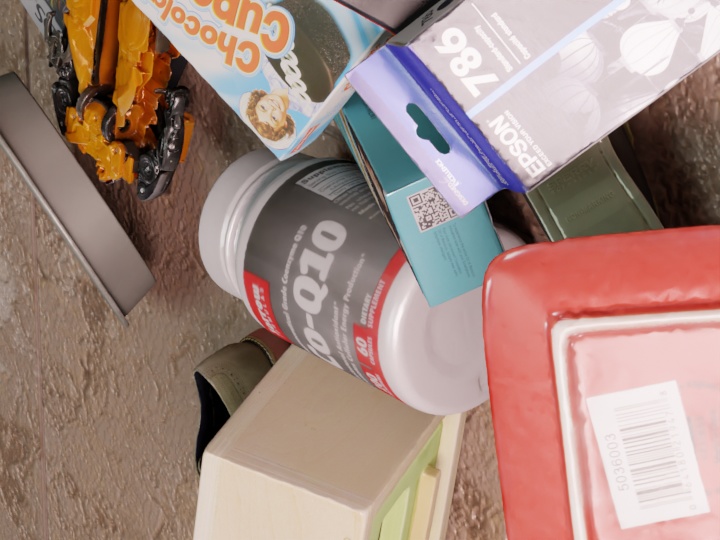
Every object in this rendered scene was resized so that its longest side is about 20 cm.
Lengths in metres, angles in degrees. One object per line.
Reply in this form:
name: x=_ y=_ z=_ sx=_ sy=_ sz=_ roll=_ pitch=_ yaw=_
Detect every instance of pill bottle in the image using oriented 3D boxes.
pill bottle: x=0.000 y=0.000 z=1.512 sx=0.200 sy=0.114 sz=0.114 roll=25 pitch=124 yaw=47

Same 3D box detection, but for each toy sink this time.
toy sink: x=-0.009 y=0.125 z=1.564 sx=0.112 sy=0.200 sz=0.130 roll=19 pitch=124 yaw=15

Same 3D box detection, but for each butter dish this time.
butter dish: x=0.170 y=0.060 z=1.288 sx=0.199 sy=0.148 sz=0.200 roll=-5 pitch=106 yaw=10

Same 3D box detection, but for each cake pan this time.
cake pan: x=-0.200 y=-0.053 z=1.761 sx=0.200 sy=0.037 sz=0.200 roll=55 pitch=175 yaw=7

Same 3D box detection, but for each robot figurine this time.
robot figurine: x=-0.143 y=-0.144 z=1.653 sx=0.145 sy=0.058 sz=0.200 roll=39 pitch=133 yaw=38

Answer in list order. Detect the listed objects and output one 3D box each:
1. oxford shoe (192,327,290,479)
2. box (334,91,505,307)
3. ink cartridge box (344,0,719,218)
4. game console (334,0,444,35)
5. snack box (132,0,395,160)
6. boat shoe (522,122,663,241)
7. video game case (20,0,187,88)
oxford shoe: x=-0.078 y=0.139 z=1.721 sx=0.070 sy=0.075 sz=0.200 roll=16 pitch=118 yaw=50
box: x=0.021 y=-0.071 z=1.422 sx=0.200 sy=0.049 sz=0.082 roll=-115 pitch=2 yaw=-54
ink cartridge box: x=0.097 y=-0.112 z=1.259 sx=0.200 sy=0.039 sz=0.099 roll=-37 pitch=105 yaw=16
game console: x=0.063 y=-0.185 z=1.271 sx=0.200 sy=0.031 sz=0.177 roll=28 pitch=109 yaw=-7
snack box: x=-0.072 y=-0.168 z=1.372 sx=0.200 sy=0.037 sz=0.116 roll=47 pitch=132 yaw=7
boat shoe: x=0.102 y=-0.071 z=1.354 sx=0.061 sy=0.072 sz=0.201 roll=-85 pitch=-29 yaw=-81
video game case: x=-0.167 y=-0.203 z=1.733 sx=0.181 sy=0.025 sz=0.200 roll=56 pitch=143 yaw=22
